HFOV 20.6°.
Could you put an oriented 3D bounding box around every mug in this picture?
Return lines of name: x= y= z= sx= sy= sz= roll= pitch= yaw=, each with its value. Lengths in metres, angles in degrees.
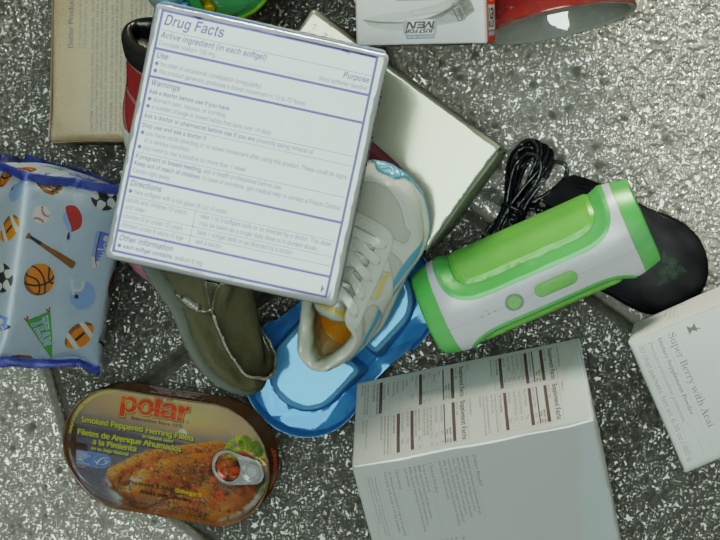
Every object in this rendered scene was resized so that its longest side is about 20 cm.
mug: x=0.132 y=-0.304 z=1.680 sx=0.176 sy=0.133 sz=0.202 roll=-9 pitch=86 yaw=-22

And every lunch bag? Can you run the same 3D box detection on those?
lunch bag: x=-0.285 y=-0.011 z=1.719 sx=0.123 sy=0.200 sz=0.172 roll=9 pitch=93 yaw=-31

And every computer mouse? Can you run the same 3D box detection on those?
computer mouse: x=0.206 y=-0.022 z=1.722 sx=0.198 sy=0.053 sz=0.140 roll=20 pitch=92 yaw=6

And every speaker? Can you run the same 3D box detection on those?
speaker: x=0.146 y=-0.003 z=1.665 sx=0.199 sy=0.088 sz=0.089 roll=-24 pitch=88 yaw=9

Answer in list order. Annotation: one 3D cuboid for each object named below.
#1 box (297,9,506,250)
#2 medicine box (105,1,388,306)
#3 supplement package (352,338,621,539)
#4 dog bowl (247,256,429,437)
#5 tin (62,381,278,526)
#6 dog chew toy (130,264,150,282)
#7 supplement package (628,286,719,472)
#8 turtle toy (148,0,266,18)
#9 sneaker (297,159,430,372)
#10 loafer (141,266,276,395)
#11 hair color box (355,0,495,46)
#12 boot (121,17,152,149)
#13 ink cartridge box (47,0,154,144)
box: x=0.015 y=-0.119 z=1.704 sx=0.199 sy=0.128 sz=0.109 roll=37 pitch=96 yaw=5
medicine box: x=-0.085 y=-0.090 z=1.535 sx=0.180 sy=0.103 sz=0.202 roll=12 pitch=94 yaw=-1
supplement package: x=0.107 y=0.173 z=1.666 sx=0.198 sy=0.151 sz=0.153 roll=-12 pitch=113 yaw=7
dog bowl: x=-0.015 y=0.056 z=1.749 sx=0.111 sy=0.050 sz=0.200 roll=43 pitch=96 yaw=4
tin: x=-0.167 y=0.159 z=1.751 sx=0.198 sy=0.042 sz=0.113 roll=8 pitch=109 yaw=18
dog chew toy: x=-0.107 y=-0.041 z=1.714 sx=0.198 sy=0.124 sz=0.126 roll=4 pitch=91 yaw=14
supplement package: x=0.338 y=0.066 z=1.648 sx=0.199 sy=0.120 sz=0.122 roll=-25 pitch=91 yaw=11
turtle toy: x=-0.134 y=-0.291 z=1.638 sx=0.145 sy=0.101 sz=0.202 roll=-15 pitch=90 yaw=26
sneaker: x=0.000 y=0.000 z=1.634 sx=0.076 sy=0.081 sz=0.201 roll=27 pitch=129 yaw=15
loafer: x=-0.119 y=0.022 z=1.644 sx=0.069 sy=0.075 sz=0.201 roll=-17 pitch=124 yaw=24
hair color box: x=0.051 y=-0.284 z=1.613 sx=0.110 sy=0.064 sz=0.202 roll=0 pitch=96 yaw=11
boot: x=-0.114 y=-0.126 z=1.620 sx=0.199 sy=0.145 sz=0.072 roll=28 pitch=51 yaw=18
ink cartridge box: x=-0.187 y=-0.211 z=1.751 sx=0.163 sy=0.075 sz=0.202 roll=2 pitch=92 yaw=8
